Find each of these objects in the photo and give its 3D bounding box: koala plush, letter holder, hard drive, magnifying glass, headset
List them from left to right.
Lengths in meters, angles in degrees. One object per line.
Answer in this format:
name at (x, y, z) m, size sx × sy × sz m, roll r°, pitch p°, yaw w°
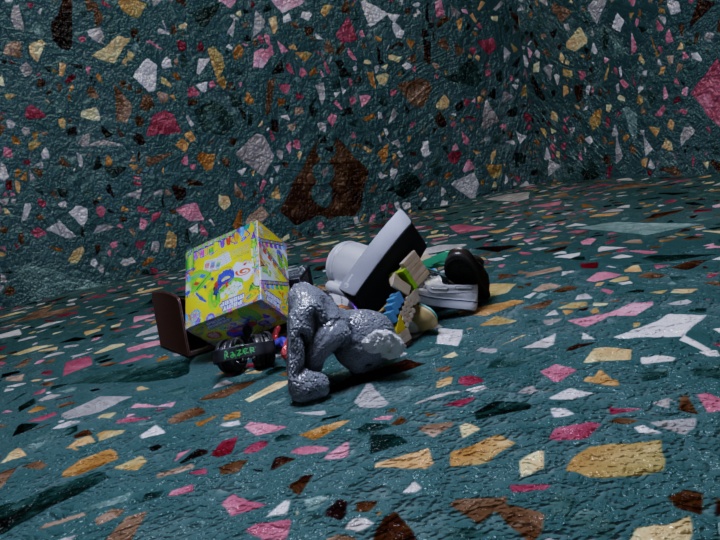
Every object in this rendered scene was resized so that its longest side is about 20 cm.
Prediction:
letter holder at (-0.408, 0.108, 1.731) m, size 0.099 × 0.146 × 0.198 m, roll -16°, pitch 10°, yaw -32°
headset at (-0.226, 0.147, 1.447) m, size 0.121 × 0.096 × 0.200 m, roll -10°, pitch -7°, yaw -3°
koala plush at (-0.027, 0.114, 1.253) m, size 0.195 × 0.189 × 0.177 m, roll 1°, pitch 8°, yaw -7°
hard drive at (0.051, -0.009, 1.476) m, size 0.042 × 0.135 × 0.201 m, roll 33°, pitch 81°, yaw 37°
magnifying glass at (0.146, -0.012, 1.645) m, size 0.196 × 0.023 × 0.080 m, roll -14°, pitch -12°, yaw 12°

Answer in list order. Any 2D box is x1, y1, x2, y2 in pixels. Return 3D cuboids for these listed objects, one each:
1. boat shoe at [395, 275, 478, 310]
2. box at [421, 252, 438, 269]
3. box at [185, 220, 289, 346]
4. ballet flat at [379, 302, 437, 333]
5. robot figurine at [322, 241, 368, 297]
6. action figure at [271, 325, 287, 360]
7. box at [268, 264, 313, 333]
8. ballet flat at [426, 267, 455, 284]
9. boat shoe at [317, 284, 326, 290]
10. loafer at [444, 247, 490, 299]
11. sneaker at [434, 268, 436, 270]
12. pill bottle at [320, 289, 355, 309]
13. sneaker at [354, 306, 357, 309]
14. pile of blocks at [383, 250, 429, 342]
boat shoe at (0.155, 0.042, 1.556) m, size 0.195 × 0.067 × 0.073 m, roll 8°, pitch -3°, yaw -14°
box at (0.086, 0.023, 1.767) m, size 0.197 × 0.096 × 0.078 m, roll -19°, pitch 46°, yaw -34°
box at (-0.267, 0.032, 1.593) m, size 0.197 × 0.196 × 0.122 m, roll -20°, pitch -32°, yaw 21°
ballet flat at (0.088, 0.103, 1.510) m, size 0.063 × 0.069 × 0.199 m, roll -44°, pitch 18°, yaw -18°
robot figurine at (0.000, 0.000, 1.624) m, size 0.169 × 0.115 × 0.198 m, roll -36°, pitch 34°, yaw -30°
action figure at (-0.124, 0.128, 1.440) m, size 0.064 × 0.100 × 0.200 m, roll 29°, pitch 1°, yaw -16°
box at (-0.218, 0.075, 1.791) m, size 0.195 × 0.127 × 0.197 m, roll -10°, pitch 7°, yaw 4°
ballet flat at (0.161, 0.033, 1.623) m, size 0.197 × 0.076 × 0.074 m, roll 12°, pitch -6°, yaw -38°
boat shoe at (-0.018, 0.052, 1.838) m, size 0.195 × 0.076 × 0.076 m, roll -11°, pitch 9°, yaw 1°
loafer at (0.232, -0.004, 1.596) m, size 0.071 × 0.073 × 0.200 m, roll -2°, pitch -26°, yaw 23°
sneaker at (0.110, 0.051, 1.679) m, size 0.197 × 0.084 × 0.073 m, roll -19°, pitch 14°, yaw -35°
pill bottle at (-0.072, 0.098, 1.528) m, size 0.104 × 0.109 × 0.199 m, roll -14°, pitch 10°, yaw -23°
sneaker at (-0.008, 0.085, 1.649) m, size 0.097 × 0.071 × 0.200 m, roll -11°, pitch 10°, yaw -17°
pile of blocks at (0.069, 0.059, 1.433) m, size 0.081 × 0.203 × 0.062 m, roll 33°, pitch -30°, yaw -28°
